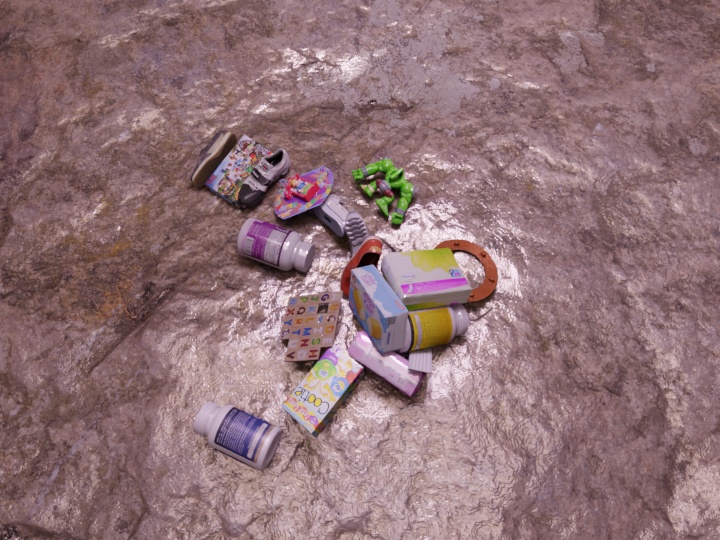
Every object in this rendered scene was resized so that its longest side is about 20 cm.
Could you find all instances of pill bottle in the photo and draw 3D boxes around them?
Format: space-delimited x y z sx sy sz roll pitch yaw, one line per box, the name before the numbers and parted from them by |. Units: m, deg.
pill bottle | 0.172 0.139 1.435 0.198 0.113 0.114 -7 67 -24
pill bottle | -0.304 0.399 1.378 0.198 0.111 0.112 22 72 10
pill bottle | -0.230 -0.065 1.549 0.198 0.112 0.113 19 71 9

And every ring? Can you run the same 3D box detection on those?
ring | 0.281 -0.006 1.528 0.197 0.019 0.203 4 58 -6

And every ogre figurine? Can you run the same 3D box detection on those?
ogre figurine | 0.079 -0.238 1.611 0.120 0.098 0.200 -40 61 0

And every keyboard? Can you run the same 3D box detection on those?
keyboard | 0.150 0.213 1.397 0.055 0.200 0.011 5 102 7

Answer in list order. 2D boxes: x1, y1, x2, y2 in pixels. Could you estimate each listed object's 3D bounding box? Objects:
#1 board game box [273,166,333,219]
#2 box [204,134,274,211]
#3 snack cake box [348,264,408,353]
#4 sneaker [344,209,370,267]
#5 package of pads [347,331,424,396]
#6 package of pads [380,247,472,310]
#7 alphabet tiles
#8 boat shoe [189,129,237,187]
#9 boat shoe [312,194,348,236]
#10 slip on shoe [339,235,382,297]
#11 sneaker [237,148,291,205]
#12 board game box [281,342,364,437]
board game box | -0.173 -0.234 1.597 0.198 0.039 0.159 -19 47 20
box | -0.350 -0.294 1.679 0.136 0.038 0.201 30 73 13
snack cake box | 0.040 0.092 1.385 0.066 0.116 0.200 -11 38 -21
sneaker | 0.005 -0.074 1.521 0.074 0.202 0.082 -9 31 3
package of pads | 0.066 0.235 1.417 0.199 0.121 0.076 32 86 14
package of pads | 0.162 0.018 1.421 0.197 0.069 0.156 -6 48 -19
alphabet tiles | -0.135 0.145 1.462 0.165 0.008 0.202 -8 51 23
boat shoe | -0.451 -0.340 1.688 0.065 0.072 0.202 25 72 22
boat shoe | -0.073 -0.179 1.596 0.085 0.075 0.202 -28 48 -23
slip on shoe | 0.000 0.000 1.484 0.073 0.201 0.062 19 35 -20
sneaker | -0.282 -0.276 1.606 0.074 0.089 0.201 37 76 9
board game box | -0.090 0.301 1.410 0.104 0.103 0.201 36 75 15
